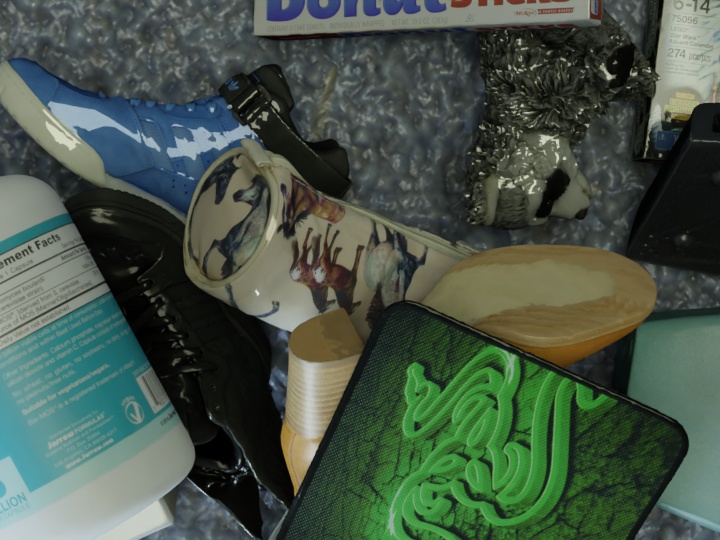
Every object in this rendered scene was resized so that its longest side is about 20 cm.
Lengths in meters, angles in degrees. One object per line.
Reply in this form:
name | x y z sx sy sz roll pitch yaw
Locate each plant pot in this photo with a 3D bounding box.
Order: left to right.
plant pot | 0.242 0.087 0.846 0.199 0.141 0.142 8 91 5

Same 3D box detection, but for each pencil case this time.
pencil case | 0.000 0.000 0.809 0.199 0.078 0.090 23 101 -35

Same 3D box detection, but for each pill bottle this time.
pill bottle | -0.170 0.032 0.722 0.110 0.111 0.201 -29 93 -3

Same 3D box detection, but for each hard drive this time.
hard drive | 0.261 -0.039 0.848 0.199 0.135 0.043 7 59 -5

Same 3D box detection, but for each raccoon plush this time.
raccoon plush | 0.073 -0.116 0.865 0.134 0.097 0.200 -42 69 9

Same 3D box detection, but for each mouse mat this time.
mouse mat | 0.050 0.123 0.749 0.160 0.008 0.201 24 116 -1

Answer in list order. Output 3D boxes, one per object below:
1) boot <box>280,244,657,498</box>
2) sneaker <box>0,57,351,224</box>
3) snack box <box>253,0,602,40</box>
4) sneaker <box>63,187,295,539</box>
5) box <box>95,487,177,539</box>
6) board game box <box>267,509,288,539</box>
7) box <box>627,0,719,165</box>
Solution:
boot | 0.055 0.069 0.796 0.200 0.071 0.145 -13 134 -8
sneaker | -0.096 -0.082 0.836 0.200 0.077 0.111 36 94 -9
snack box | 0.034 -0.166 0.827 0.199 0.024 0.072 1 91 25
sneaker | -0.094 0.053 0.806 0.060 0.105 0.200 -20 132 23
box | -0.197 0.067 0.824 0.124 0.097 0.201 -25 93 -4
board game box | 0.033 0.202 0.883 0.199 0.026 0.201 32 89 -5
box | 0.265 -0.120 0.887 0.199 0.040 0.138 6 90 -5
